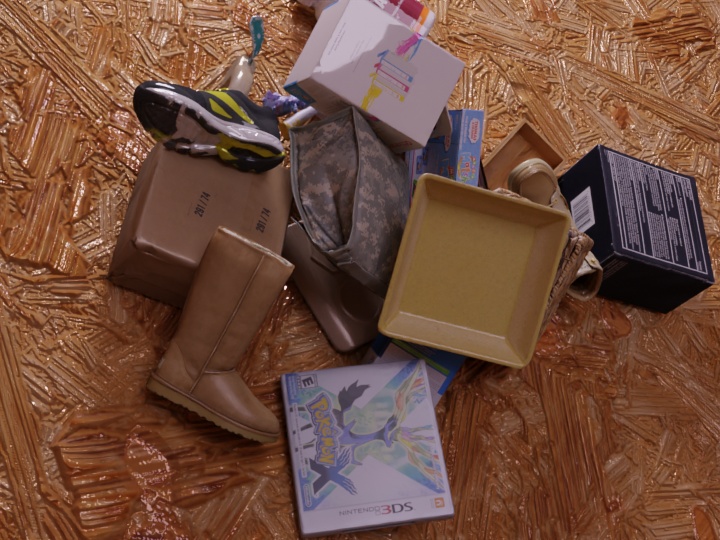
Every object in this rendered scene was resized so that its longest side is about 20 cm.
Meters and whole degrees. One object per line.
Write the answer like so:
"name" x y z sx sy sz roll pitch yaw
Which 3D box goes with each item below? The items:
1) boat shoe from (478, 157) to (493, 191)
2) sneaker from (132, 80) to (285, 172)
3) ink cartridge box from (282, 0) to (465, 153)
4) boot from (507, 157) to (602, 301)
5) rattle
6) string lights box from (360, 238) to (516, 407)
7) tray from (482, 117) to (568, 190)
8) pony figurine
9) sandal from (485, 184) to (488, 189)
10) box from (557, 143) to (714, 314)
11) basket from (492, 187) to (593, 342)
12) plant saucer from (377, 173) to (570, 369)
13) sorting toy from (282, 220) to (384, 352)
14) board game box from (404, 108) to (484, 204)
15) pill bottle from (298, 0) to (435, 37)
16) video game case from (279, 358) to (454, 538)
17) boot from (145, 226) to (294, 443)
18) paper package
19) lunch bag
"boat shoe" 0.181 -0.087 1.646 0.201 0.072 0.072 63 16 -19
"sneaker" -0.182 -0.184 1.390 0.199 0.074 0.085 23 45 -32
"ink cartridge box" 0.027 -0.243 1.491 0.199 0.128 0.126 29 83 -18
"boot" 0.281 -0.055 1.659 0.073 0.200 0.156 -26 53 3
"rattle" -0.131 -0.218 1.518 0.142 0.130 0.201 26 68 -2
"string lights box" 0.098 0.065 1.471 0.103 0.059 0.201 32 93 -12
"tray" 0.237 -0.148 1.793 0.099 0.037 0.200 45 49 -1
"pony figurine" -0.041 -0.224 1.601 0.199 0.166 0.194 -26 93 -31
"sandal" 0.097 -0.155 1.692 0.200 0.075 0.048 35 70 1
"box" 0.422 -0.060 1.797 0.197 0.123 0.201 15 56 -24
"basket" 0.205 0.006 1.573 0.149 0.201 0.143 30 9 15
"plant saucer" 0.134 0.000 1.412 0.199 0.048 0.201 15 96 -12
"sorting toy" 0.000 0.000 1.551 0.199 0.036 0.186 -24 76 -36
"board game box" 0.106 -0.140 1.558 0.036 0.200 0.152 3 96 -17
"pill bottle" 0.004 -0.396 1.746 0.200 0.114 0.114 34 49 -10
"video game case" 0.006 0.208 1.379 0.181 0.022 0.201 -6 63 -9
"boot" -0.129 0.077 1.315 0.175 0.066 0.201 27 92 -15
"paper package" -0.188 -0.054 1.413 0.190 0.103 0.201 24 51 -20
"lunch bag" -0.008 -0.071 1.453 0.164 0.117 0.201 39 39 -54
